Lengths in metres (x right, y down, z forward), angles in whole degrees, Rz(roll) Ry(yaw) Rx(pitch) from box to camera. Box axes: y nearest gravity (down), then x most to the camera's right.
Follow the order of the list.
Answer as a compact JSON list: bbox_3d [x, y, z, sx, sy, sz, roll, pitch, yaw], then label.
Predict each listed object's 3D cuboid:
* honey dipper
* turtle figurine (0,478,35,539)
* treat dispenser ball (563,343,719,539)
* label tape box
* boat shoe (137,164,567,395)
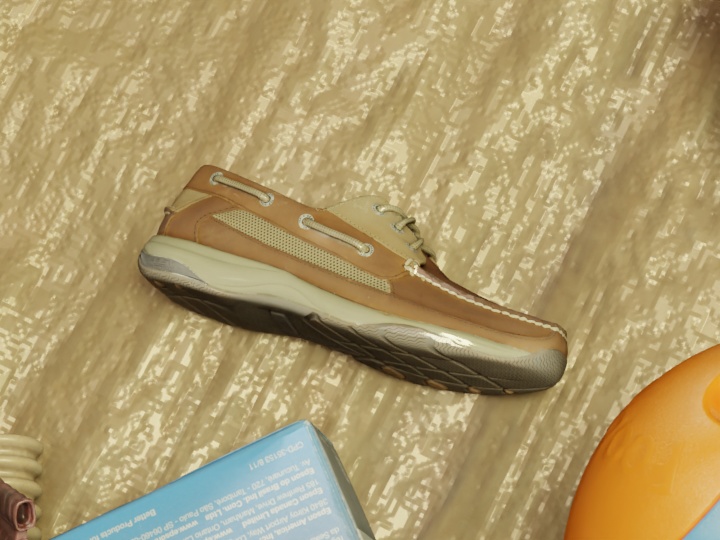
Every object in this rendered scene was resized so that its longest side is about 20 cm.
[{"bbox_3d":[-0.161,0.173,0.881,0.038,0.038,0.200,-4,71,8],"label":"honey dipper"},{"bbox_3d":[-0.249,0.084,0.854,0.200,0.144,0.194,-25,49,15],"label":"turtle figurine"},{"bbox_3d":[0.176,0.120,0.762,0.201,0.201,0.201,-2,73,8],"label":"treat dispenser ball"},{"bbox_3d":[-0.043,0.185,0.850,0.143,0.066,0.200,-25,74,2],"label":"label tape box"},{"bbox_3d":[0.000,0.000,0.893,0.200,0.076,0.072,17,75,12],"label":"boat shoe"}]
